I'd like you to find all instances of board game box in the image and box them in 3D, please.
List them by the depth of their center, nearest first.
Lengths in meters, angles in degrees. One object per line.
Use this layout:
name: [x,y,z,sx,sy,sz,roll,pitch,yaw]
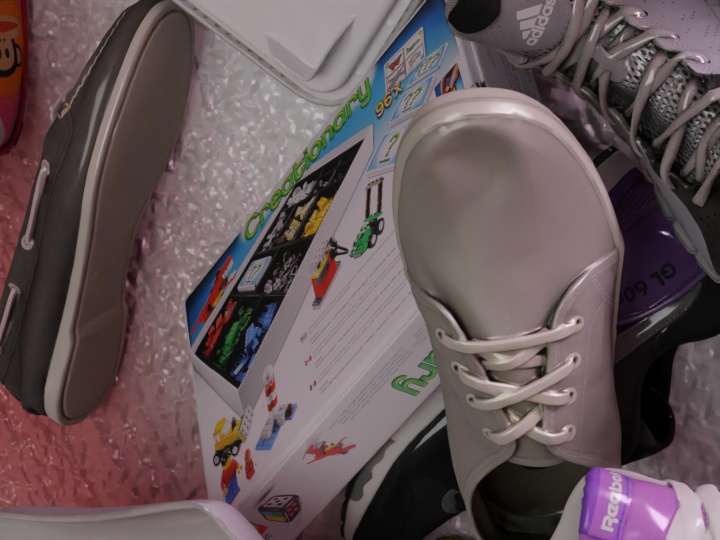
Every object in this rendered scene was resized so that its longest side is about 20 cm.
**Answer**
board game box: [0.000,0.000,0.829,0.200,0.034,0.127,-49,36,33]

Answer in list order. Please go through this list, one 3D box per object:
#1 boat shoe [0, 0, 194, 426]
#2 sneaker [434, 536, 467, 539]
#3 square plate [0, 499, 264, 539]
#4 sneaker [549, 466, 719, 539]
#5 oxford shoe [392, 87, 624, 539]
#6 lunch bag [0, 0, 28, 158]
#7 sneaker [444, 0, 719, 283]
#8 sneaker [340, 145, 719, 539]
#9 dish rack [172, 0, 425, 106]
boat shoe: [-0.123,-0.028,0.928,0.057,0.067,0.201,25,115,20]
sneaker: [0.079,0.165,0.832,0.199,0.081,0.074,14,106,28]
square plate: [-0.048,0.161,0.868,0.199,0.028,0.199,-11,120,55]
sneaker: [0.133,0.093,0.702,0.114,0.073,0.200,38,126,-18]
oxford shoe: [0.055,0.026,0.732,0.075,0.058,0.201,-5,130,7]
lunch bag: [-0.214,-0.095,0.894,0.081,0.200,0.178,0,98,26]
sneaker: [0.085,-0.061,0.717,0.075,0.115,0.201,-57,41,29]
sneaker: [0.068,0.057,0.826,0.087,0.076,0.200,40,119,9]
dish rack: [-0.026,-0.164,0.818,0.171,0.044,0.200,38,127,4]
